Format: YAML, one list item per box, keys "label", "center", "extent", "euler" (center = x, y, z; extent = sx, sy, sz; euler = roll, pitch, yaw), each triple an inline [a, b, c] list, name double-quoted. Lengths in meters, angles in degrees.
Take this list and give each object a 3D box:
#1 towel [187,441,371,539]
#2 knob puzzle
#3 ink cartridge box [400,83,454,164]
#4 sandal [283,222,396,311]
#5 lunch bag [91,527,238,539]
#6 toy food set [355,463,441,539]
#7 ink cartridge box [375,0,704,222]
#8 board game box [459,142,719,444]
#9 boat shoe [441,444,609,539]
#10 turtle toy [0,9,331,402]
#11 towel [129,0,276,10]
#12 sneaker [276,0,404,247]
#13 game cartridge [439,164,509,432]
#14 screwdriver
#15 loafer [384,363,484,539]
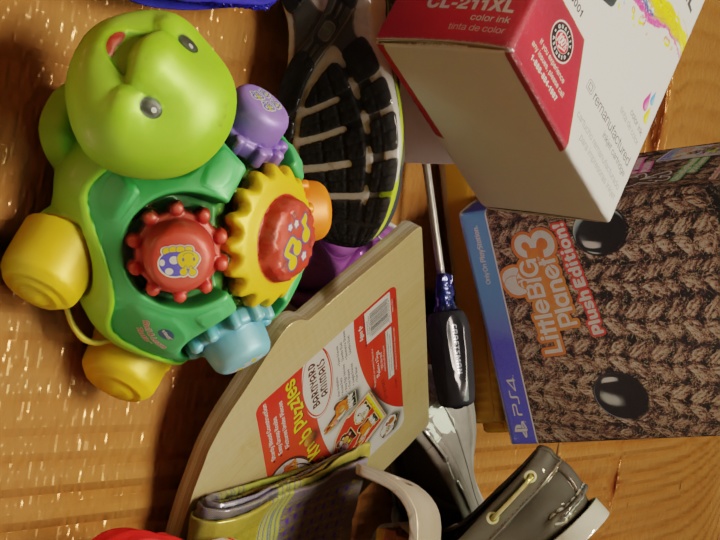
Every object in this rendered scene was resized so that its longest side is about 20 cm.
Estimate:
- label: "towel"
  center: [-0.054, 0.194, 0.836]
  extent: [0.144, 0.023, 0.200]
  euler: [-11, 118, -54]
- label: "knob puzzle"
  center: [-0.039, 0.087, 0.837]
  extent: [0.220, 0.030, 0.220]
  euler: [-38, 146, -32]
- label: "ink cartridge box"
  center: [0.073, -0.176, 0.918]
  extent: [0.145, 0.087, 0.200]
  euler: [-37, 127, -53]
- label: "sandal"
  center: [-0.001, 0.008, 0.884]
  extent: [0.203, 0.050, 0.083]
  euler: [11, 89, -62]
- label: "lunch bag"
  center: [-0.102, 0.199, 0.699]
  extent: [0.200, 0.082, 0.176]
  euler: [-11, 111, -47]
- label: "toy food set"
  center: [0.002, 0.207, 0.839]
  extent: [0.144, 0.060, 0.200]
  euler: [54, 42, -78]
- label: "ink cartridge box"
  center: [0.108, -0.150, 0.814]
  extent: [0.146, 0.083, 0.200]
  euler: [51, 58, -45]
- label: "board game box"
  center: [0.184, 0.014, 0.961]
  extent: [0.097, 0.200, 0.160]
  euler: [-36, 116, -57]
- label: "boat shoe"
  center: [0.056, 0.181, 0.947]
  extent: [0.060, 0.202, 0.072]
  euler: [53, 20, 3]
- label: "turtle toy"
  center: [-0.078, -0.033, 0.674]
  extent: [0.146, 0.101, 0.200]
  euler: [-65, 148, -27]
- label: "towel"
  center: [-0.071, -0.217, 0.687]
  extent: [0.148, 0.050, 0.200]
  euler: [-16, 112, -60]
- label: "sneaker"
  center: [-0.001, -0.112, 0.814]
  extent: [0.081, 0.074, 0.200]
  euler: [-12, 102, -67]
- label: "game cartridge"
  center: [0.114, 0.002, 1.071]
  extent: [0.176, 0.032, 0.200]
  euler: [-11, 93, -60]
- label: "screwdriver"
  center: [0.051, -0.014, 0.957]
  extent: [0.028, 0.029, 0.200]
  euler: [6, 81, -76]
- label: "loafer"
  center: [0.047, 0.158, 1.010]
  extent: [0.070, 0.070, 0.200]
  euler: [-37, 122, -46]
